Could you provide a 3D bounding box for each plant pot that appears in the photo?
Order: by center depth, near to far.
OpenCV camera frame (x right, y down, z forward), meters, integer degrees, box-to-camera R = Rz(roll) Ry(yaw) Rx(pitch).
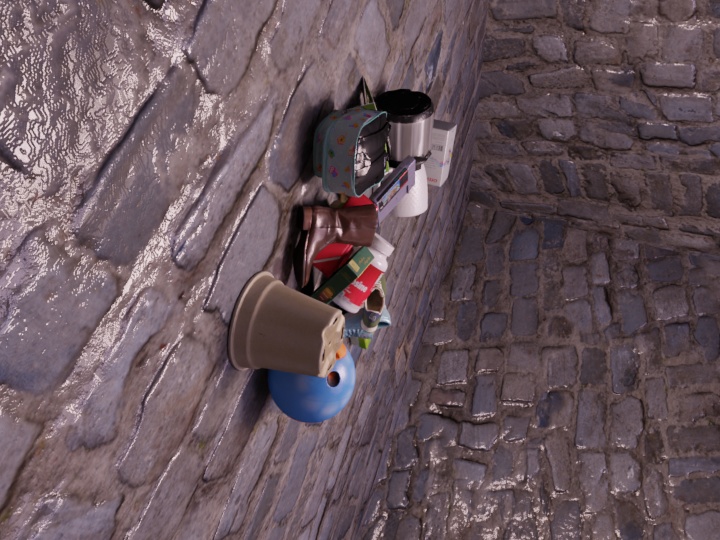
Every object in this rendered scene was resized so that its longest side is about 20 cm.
[{"bbox_3d":[-0.135,0.123,1.234,0.200,0.179,0.206,15,90,-75],"label":"plant pot"}]

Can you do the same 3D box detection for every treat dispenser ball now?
[{"bbox_3d":[-0.109,0.235,1.391,0.201,0.196,0.206,14,90,-75],"label":"treat dispenser ball"}]

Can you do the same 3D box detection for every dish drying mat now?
[{"bbox_3d":[-0.040,-0.085,1.436,0.202,0.076,0.018,-54,-159,-4],"label":"dish drying mat"}]

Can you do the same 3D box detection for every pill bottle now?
[{"bbox_3d":[0.000,0.000,1.640,0.202,0.111,0.112,-56,167,8],"label":"pill bottle"}]

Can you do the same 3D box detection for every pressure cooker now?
[{"bbox_3d":[0.119,-0.378,1.742,0.178,0.174,0.203,-65,161,-45],"label":"pressure cooker"}]

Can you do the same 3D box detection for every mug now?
[{"bbox_3d":[0.119,-0.271,1.942,0.197,0.146,0.179,-25,125,-33],"label":"mug"}]

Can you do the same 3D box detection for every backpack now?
[{"bbox_3d":[-0.024,-0.258,1.366,0.201,0.149,0.180,-61,160,-59],"label":"backpack"}]

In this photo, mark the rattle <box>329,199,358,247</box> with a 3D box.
[{"bbox_3d":[-0.068,-0.082,1.544,0.144,0.129,0.200,-54,-169,-13],"label":"rattle"}]

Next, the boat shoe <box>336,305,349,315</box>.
[{"bbox_3d":[-0.035,0.103,1.805,0.200,0.064,0.076,106,-28,-62],"label":"boat shoe"}]

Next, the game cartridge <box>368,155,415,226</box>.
[{"bbox_3d":[0.079,-0.202,1.673,0.201,0.038,0.130,-49,165,-14],"label":"game cartridge"}]

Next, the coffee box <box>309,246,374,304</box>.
[{"bbox_3d":[-0.060,0.032,1.486,0.199,0.044,0.123,-42,-177,30],"label":"coffee box"}]

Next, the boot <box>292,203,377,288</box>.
[{"bbox_3d":[-0.049,-0.056,1.399,0.196,0.064,0.191,-3,110,-29],"label":"boot"}]

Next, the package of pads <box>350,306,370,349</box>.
[{"bbox_3d":[0.014,0.132,2.012,0.202,0.067,0.157,85,25,-52],"label":"package of pads"}]

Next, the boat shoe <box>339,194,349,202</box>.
[{"bbox_3d":[-0.018,-0.215,1.578,0.202,0.070,0.073,84,25,-52],"label":"boat shoe"}]

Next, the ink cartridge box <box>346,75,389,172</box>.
[{"bbox_3d":[0.008,-0.358,1.569,0.149,0.074,0.203,77,-3,-56],"label":"ink cartridge box"}]

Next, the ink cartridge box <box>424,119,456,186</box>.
[{"bbox_3d":[0.250,-0.427,2.242,0.145,0.142,0.205,-48,149,-61],"label":"ink cartridge box"}]

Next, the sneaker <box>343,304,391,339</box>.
[{"bbox_3d":[-0.002,0.160,1.762,0.196,0.083,0.075,-25,149,-12],"label":"sneaker"}]

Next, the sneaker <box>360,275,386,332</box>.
[{"bbox_3d":[0.044,0.067,1.740,0.091,0.065,0.204,108,-6,-53],"label":"sneaker"}]
